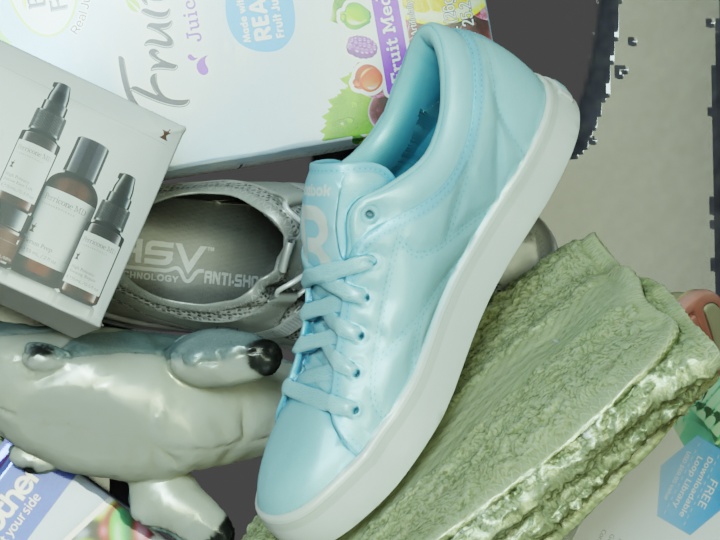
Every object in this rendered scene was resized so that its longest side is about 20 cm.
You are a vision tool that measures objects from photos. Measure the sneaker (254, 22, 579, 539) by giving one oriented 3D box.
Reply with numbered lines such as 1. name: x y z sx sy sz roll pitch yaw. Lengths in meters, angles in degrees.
1. sneaker: 0.000 0.000 0.918 0.082 0.074 0.200 34 74 -27

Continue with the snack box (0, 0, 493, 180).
1. snack box: -0.058 -0.123 0.992 0.200 0.068 0.169 -11 89 -5

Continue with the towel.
1. towel: 0.035 0.071 0.921 0.200 0.148 0.036 -43 110 0

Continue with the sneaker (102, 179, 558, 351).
1. sneaker: -0.019 0.001 0.982 0.200 0.082 0.075 -2 87 -7

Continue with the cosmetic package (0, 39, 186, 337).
1. cosmetic package: -0.170 -0.055 0.893 0.200 0.051 0.083 25 76 -13

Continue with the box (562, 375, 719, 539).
1. box: 0.147 0.131 0.981 0.200 0.036 0.144 31 84 -31

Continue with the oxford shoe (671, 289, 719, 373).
1. oxford shoe: 0.066 0.071 0.996 0.200 0.074 0.071 -42 133 -23

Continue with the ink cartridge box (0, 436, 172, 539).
1. ink cartridge box: -0.113 0.150 0.987 0.200 0.042 0.119 37 83 -2

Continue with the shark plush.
1. shark plush: -0.113 0.048 0.977 0.200 0.083 0.091 3 114 0
